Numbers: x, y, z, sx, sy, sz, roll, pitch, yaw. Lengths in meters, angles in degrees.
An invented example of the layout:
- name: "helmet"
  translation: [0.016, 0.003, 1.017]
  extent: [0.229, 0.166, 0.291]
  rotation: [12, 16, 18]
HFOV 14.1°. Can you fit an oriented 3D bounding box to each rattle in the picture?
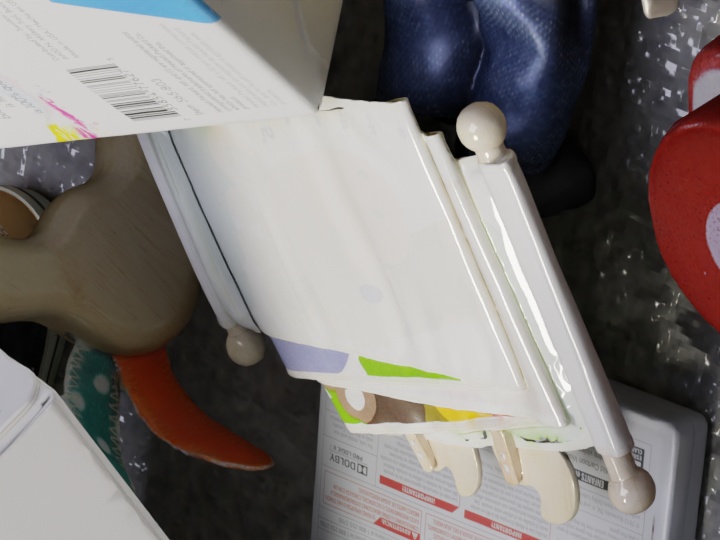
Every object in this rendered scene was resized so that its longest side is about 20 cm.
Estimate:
- name: "rattle"
  translation: [-0.121, -0.006, 0.979]
  extent: [0.142, 0.130, 0.201]
  rotation: [-23, 104, 42]

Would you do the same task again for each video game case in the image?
- name: "video game case"
  translation: [0.038, 0.120, 0.905]
  extent: [0.143, 0.018, 0.201]
  rotation: [20, 113, 40]

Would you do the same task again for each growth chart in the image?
- name: "growth chart"
  translation: [0.000, 0.000, 0.853]
  extent: [0.199, 0.018, 0.145]
  rotation: [16, 133, 49]

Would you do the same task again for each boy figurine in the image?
- name: "boy figurine"
  translation: [0.044, -0.120, 0.809]
  extent: [0.124, 0.064, 0.201]
  rotation: [29, 118, 38]

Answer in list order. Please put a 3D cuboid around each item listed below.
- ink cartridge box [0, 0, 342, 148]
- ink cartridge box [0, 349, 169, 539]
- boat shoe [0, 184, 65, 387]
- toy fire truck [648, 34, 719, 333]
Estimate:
- name: "ink cartridge box"
  translation: [-0.117, -0.088, 0.822]
  extent: [0.199, 0.115, 0.068]
  rotation: [-4, 63, 31]
- name: "ink cartridge box"
  translation: [-0.110, 0.103, 0.916]
  extent: [0.145, 0.084, 0.200]
  rotation: [28, 157, 49]
- name: "boat shoe"
  translation: [-0.149, 0.066, 1.049]
  extent: [0.074, 0.062, 0.201]
  rotation: [30, 121, 35]
- name: "toy fire truck"
  translation: [0.157, 0.027, 0.710]
  extent: [0.200, 0.112, 0.169]
  rotation: [32, 139, 37]
